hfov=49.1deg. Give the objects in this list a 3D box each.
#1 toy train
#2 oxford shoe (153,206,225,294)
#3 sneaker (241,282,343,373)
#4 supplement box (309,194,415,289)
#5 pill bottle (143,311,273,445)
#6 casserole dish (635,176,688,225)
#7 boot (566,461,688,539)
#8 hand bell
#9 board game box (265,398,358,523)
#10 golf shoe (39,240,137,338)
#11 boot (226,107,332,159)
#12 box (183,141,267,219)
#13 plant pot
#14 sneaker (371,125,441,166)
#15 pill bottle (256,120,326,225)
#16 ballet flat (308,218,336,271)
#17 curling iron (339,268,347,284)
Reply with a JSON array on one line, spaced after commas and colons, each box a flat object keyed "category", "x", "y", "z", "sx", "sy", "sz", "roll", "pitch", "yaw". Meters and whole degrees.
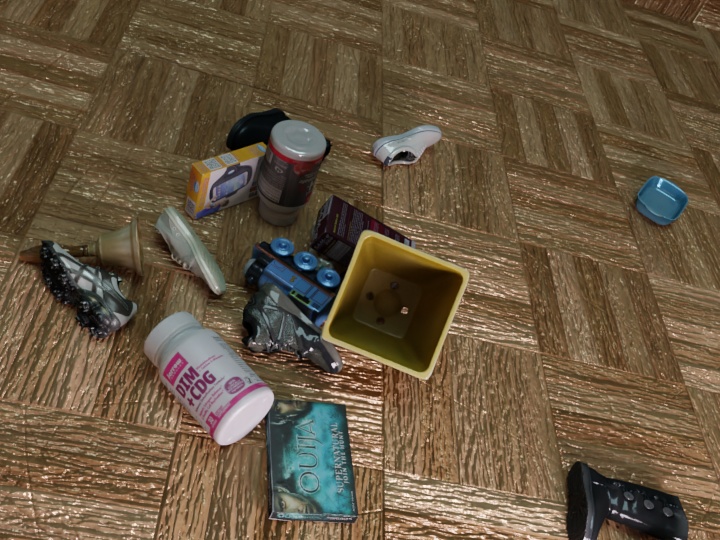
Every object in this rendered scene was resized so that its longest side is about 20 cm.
[{"category": "toy train", "x": -0.126, "y": 0.021, "z": 1.446, "sx": 0.200, "sy": 0.087, "sz": 0.114, "roll": 34, "pitch": 46, "yaw": 11}, {"category": "oxford shoe", "x": -0.312, "y": -0.028, "z": 1.440, "sx": 0.058, "sy": 0.075, "sz": 0.200, "roll": -38, "pitch": 73, "yaw": 0}, {"category": "sneaker", "x": -0.127, "y": 0.125, "z": 1.354, "sx": 0.199, "sy": 0.076, "sz": 0.114, "roll": 44, "pitch": 66, "yaw": -1}, {"category": "supplement box", "x": 0.007, "y": -0.049, "z": 1.525, "sx": 0.200, "sy": 0.061, "sz": 0.109, "roll": 30, "pitch": 43, "yaw": -19}, {"category": "pill bottle", "x": -0.240, "y": 0.164, "z": 1.229, "sx": 0.200, "sy": 0.114, "sz": 0.113, "roll": 42, "pitch": 45, "yaw": 20}, {"category": "casserole dish", "x": 0.797, "y": -0.182, "z": 2.094, "sx": 0.121, "sy": 0.039, "sz": 0.200, "roll": 36, "pitch": 43, "yaw": 14}, {"category": "boot", "x": 0.448, "y": 0.421, "z": 1.315, "sx": 0.199, "sy": 0.066, "sz": 0.165, "roll": 24, "pitch": 44, "yaw": -6}, {"category": "hand bell", "x": -0.482, "y": -0.032, "z": 1.362, "sx": 0.199, "sy": 0.104, "sz": 0.104, "roll": -6, "pitch": 48, "yaw": -11}, {"category": "board game box", "x": -0.080, "y": 0.294, "z": 1.230, "sx": 0.135, "sy": 0.028, "sz": 0.200, "roll": 8, "pitch": 44, "yaw": -18}, {"category": "golf shoe", "x": -0.455, "y": 0.023, "z": 1.314, "sx": 0.200, "sy": 0.078, "sz": 0.094, "roll": 48, "pitch": 43, "yaw": 11}, {"category": "boot", "x": -0.174, "y": -0.281, "z": 1.738, "sx": 0.168, "sy": 0.077, "sz": 0.200, "roll": 33, "pitch": 37, "yaw": 17}, {"category": "box", "x": -0.254, "y": -0.183, "z": 1.571, "sx": 0.200, "sy": 0.119, "sz": 0.041, "roll": -25, "pitch": 60, "yaw": -39}, {"category": "plant pot", "x": 0.054, "y": 0.060, "z": 1.390, "sx": 0.194, "sy": 0.200, "sz": 0.196, "roll": 22, "pitch": 87, "yaw": -1}, {"category": "sneaker", "x": 0.121, "y": -0.292, "z": 1.894, "sx": 0.200, "sy": 0.073, "sz": 0.071, "roll": -22, "pitch": 67, "yaw": -28}, {"category": "pill bottle", "x": -0.144, "y": -0.188, "z": 1.564, "sx": 0.110, "sy": 0.200, "sz": 0.111, "roll": 12, "pitch": 44, "yaw": -12}, {"category": "ballet flat", "x": -0.063, "y": -0.057, "z": 1.569, "sx": 0.072, "sy": 0.072, "sz": 0.200, "roll": 15, "pitch": 42, "yaw": -9}, {"category": "curling iron", "x": 0.000, "y": 0.000, "z": 1.566, "sx": 0.200, "sy": 0.026, "sz": 0.050, "roll": -25, "pitch": 59, "yaw": -40}]
